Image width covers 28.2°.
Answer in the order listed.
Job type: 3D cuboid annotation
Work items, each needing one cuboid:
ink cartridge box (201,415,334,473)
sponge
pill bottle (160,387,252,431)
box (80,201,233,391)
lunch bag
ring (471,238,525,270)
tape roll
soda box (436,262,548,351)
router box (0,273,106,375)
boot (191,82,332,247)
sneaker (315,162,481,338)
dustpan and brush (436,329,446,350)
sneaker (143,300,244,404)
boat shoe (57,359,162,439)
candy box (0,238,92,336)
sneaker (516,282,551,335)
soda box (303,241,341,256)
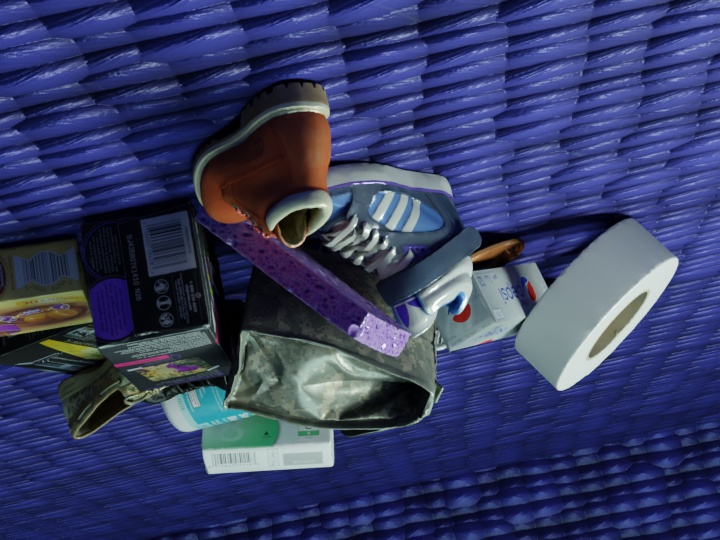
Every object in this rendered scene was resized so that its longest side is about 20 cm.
[{"bbox_3d":[-0.115,0.166,1.805,0.158,0.201,0.051,-4,131,0],"label":"ink cartridge box"},{"bbox_3d":[-0.050,0.005,1.278,0.030,0.199,0.111,-55,154,3],"label":"sponge"},{"bbox_3d":[-0.137,0.118,1.711,0.197,0.112,0.111,-15,164,14],"label":"pill bottle"},{"bbox_3d":[-0.186,0.030,1.353,0.104,0.124,0.200,-10,165,-1],"label":"box"},{"bbox_3d":[-0.020,0.069,1.380,0.197,0.165,0.119,13,123,-5],"label":"lunch bag"},{"bbox_3d":[0.099,0.021,1.611,0.199,0.019,0.201,-28,170,-5],"label":"ring"},{"bbox_3d":[0.266,0.040,1.615,0.202,0.071,0.203,-42,161,-17],"label":"tape roll"},{"bbox_3d":[0.148,0.039,1.588,0.068,0.064,0.199,-32,169,24],"label":"soda box"},{"bbox_3d":[-0.280,0.063,1.529,0.156,0.053,0.199,-20,162,26],"label":"router box"},{"bbox_3d":[-0.079,-0.061,1.151,0.074,0.109,0.200,-5,164,-27],"label":"boot"},{"bbox_3d":[0.022,-0.013,1.302,0.198,0.149,0.080,1,161,-39],"label":"sneaker"},{"bbox_3d":[0.061,0.069,1.757,0.138,0.058,0.199,-19,-159,-28],"label":"dustpan and brush"},{"bbox_3d":[-0.164,0.103,1.595,0.199,0.105,0.060,-37,125,5],"label":"sneaker"},{"bbox_3d":[-0.251,0.126,1.550,0.073,0.064,0.199,6,155,-44],"label":"boat shoe"},{"bbox_3d":[-0.356,0.024,1.342,0.197,0.057,0.117,-10,164,-10],"label":"candy box"},{"bbox_3d":[0.207,0.058,1.804,0.114,0.077,0.198,-32,160,36],"label":"sneaker"},{"bbox_3d":[0.000,0.000,1.485,0.197,0.065,0.068,-16,163,14],"label":"soda box"}]
